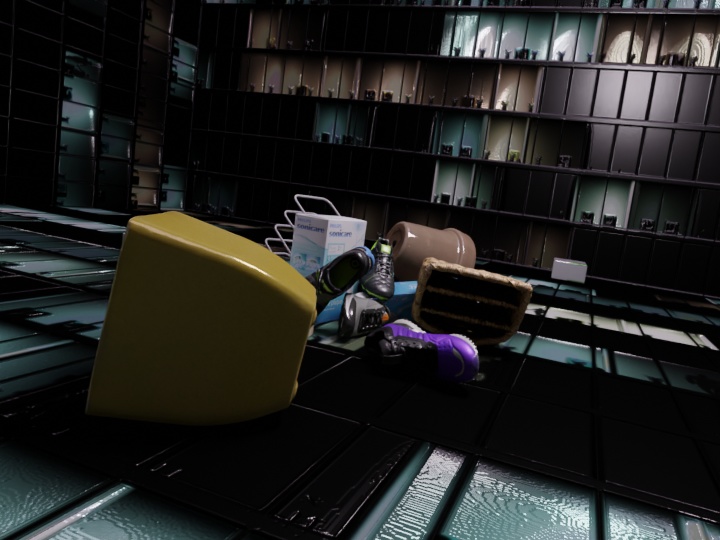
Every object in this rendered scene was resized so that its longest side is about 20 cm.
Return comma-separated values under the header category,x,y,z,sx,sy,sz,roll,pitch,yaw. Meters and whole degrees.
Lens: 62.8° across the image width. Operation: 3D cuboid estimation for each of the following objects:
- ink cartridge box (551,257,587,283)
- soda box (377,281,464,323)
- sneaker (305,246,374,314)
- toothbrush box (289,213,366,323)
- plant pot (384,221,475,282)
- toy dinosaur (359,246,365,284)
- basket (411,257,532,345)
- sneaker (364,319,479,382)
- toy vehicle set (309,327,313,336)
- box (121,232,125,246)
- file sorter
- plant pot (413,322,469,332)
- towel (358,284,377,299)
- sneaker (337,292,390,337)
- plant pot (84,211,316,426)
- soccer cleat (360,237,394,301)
category,x,y,z,sx,sy,sz,roll,pitch,yaw
ink cartridge box,0.948,-0.002,2.688,0.142,0.086,0.200,10,8,17
soda box,0.133,0.061,1.210,0.196,0.065,0.068,-4,20,3
sneaker,-0.064,0.024,1.053,0.071,0.199,0.083,54,12,6
toothbrush box,-0.068,-0.008,1.178,0.084,0.204,0.146,11,7,30
plant pot,0.143,-0.028,1.392,0.173,0.203,0.200,24,0,-24
toy dinosaur,0.000,0.000,1.341,0.135,0.103,0.200,36,-4,25
basket,0.196,0.067,1.093,0.197,0.145,0.149,13,5,1
sneaker,0.079,0.126,0.867,0.098,0.071,0.199,-7,10,-37
toy vehicle set,-0.161,0.098,0.948,0.122,0.027,0.200,9,7,11
box,-0.373,-0.009,1.171,0.096,0.127,0.200,10,8,15
file sorter,-0.137,-0.061,1.391,0.138,0.201,0.125,-1,48,-52
plant pot,0.190,0.104,1.282,0.196,0.028,0.200,8,7,-1
towel,-0.002,0.054,1.382,0.110,0.049,0.200,8,8,-3
sneaker,0.008,0.081,1.089,0.078,0.075,0.200,14,8,13
plant pot,-0.155,0.060,0.658,0.197,0.199,0.194,16,6,-6
soccer cleat,0.038,-0.007,1.185,0.066,0.082,0.201,16,22,-9
